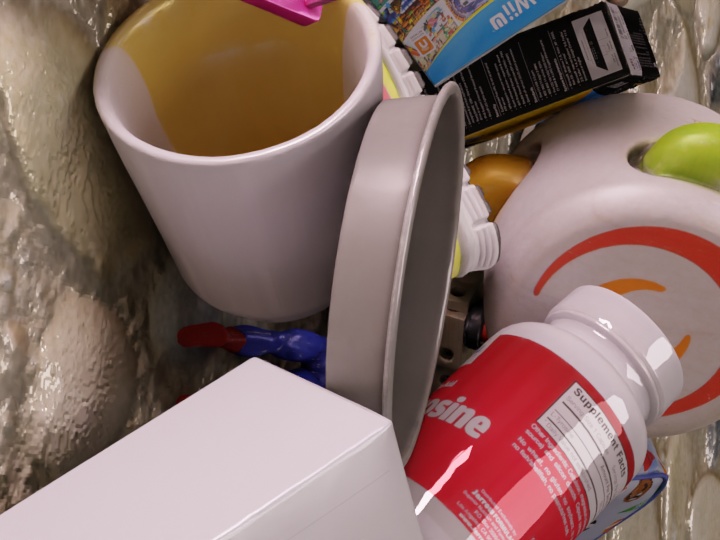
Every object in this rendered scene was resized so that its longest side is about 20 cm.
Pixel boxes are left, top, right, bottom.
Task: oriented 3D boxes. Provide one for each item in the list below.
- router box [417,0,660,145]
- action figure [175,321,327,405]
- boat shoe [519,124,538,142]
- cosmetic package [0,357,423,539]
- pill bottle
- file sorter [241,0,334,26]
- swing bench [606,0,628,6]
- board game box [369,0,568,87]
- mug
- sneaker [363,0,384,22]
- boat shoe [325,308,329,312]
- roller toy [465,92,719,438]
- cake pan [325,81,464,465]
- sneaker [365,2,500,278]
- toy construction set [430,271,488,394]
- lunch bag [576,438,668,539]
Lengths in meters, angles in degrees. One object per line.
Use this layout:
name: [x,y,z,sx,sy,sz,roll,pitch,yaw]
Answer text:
router box: [0.102,-0.117,1.675,0.200,0.148,0.051,-18,88,-78]
action figure: [-0.008,0.057,1.536,0.200,0.099,0.066,-2,96,-58]
boat shoe: [0.138,-0.023,1.915,0.075,0.062,0.201,41,55,-57]
cosmetic package: [-0.069,0.185,1.317,0.199,0.123,0.201,-32,121,-28]
pill bottle: [0.084,0.102,1.481,0.200,0.112,0.113,-43,134,-26]
file sorter: [-0.062,-0.227,1.298,0.199,0.125,0.140,19,72,-31]
swing bench: [0.086,-0.282,1.669,0.130,0.200,0.199,-58,153,6]
board game box: [0.044,-0.226,1.509,0.200,0.147,0.064,52,37,-10]
mug: [-0.044,-0.067,1.435,0.187,0.149,0.154,-59,150,-36]
sneaker: [0.062,-0.178,1.698,0.200,0.099,0.078,-5,96,-65]
boat shoe: [0.000,0.000,1.631,0.056,0.069,0.201,-24,126,-25]
roller toy: [0.163,-0.006,1.611,0.140,0.199,0.183,-85,151,-55]
cake pan: [0.018,0.001,1.380,0.200,0.036,0.202,8,90,-81]
sneaker: [-0.003,-0.074,1.528,0.201,0.090,0.078,60,-10,3]
toy construction set: [0.068,0.030,1.730,0.131,0.092,0.201,-57,141,-49]
lunch bag: [0.086,0.136,1.692,0.199,0.160,0.076,10,52,-50]
